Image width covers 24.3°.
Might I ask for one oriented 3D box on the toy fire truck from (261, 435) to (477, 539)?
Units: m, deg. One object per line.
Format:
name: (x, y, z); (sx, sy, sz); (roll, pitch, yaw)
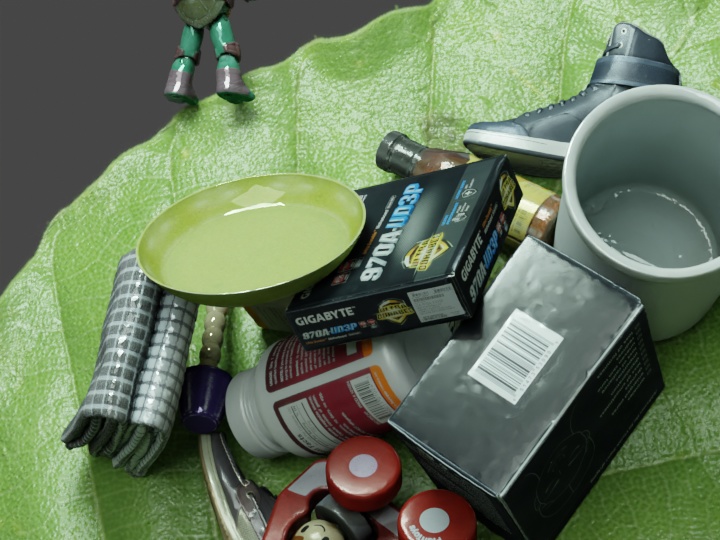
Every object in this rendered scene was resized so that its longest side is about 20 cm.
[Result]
toy fire truck: (-0.001, 0.249, 1.411); (0.200, 0.112, 0.168); (33, 57, 28)

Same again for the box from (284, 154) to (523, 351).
box: (0.041, -0.017, 1.430); (0.159, 0.046, 0.200); (-12, 28, 27)

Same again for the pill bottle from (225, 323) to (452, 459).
pill bottle: (-0.020, 0.100, 1.487); (0.200, 0.113, 0.113); (-22, 58, 33)

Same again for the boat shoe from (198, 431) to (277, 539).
boat shoe: (-0.093, 0.229, 1.503); (0.065, 0.072, 0.200); (-20, 58, -7)

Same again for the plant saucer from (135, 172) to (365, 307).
plant saucer: (-0.092, -0.022, 1.432); (0.199, 0.031, 0.200); (-7, 30, 4)

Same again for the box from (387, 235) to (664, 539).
box: (0.147, 0.111, 1.410); (0.124, 0.197, 0.200); (32, 78, 27)

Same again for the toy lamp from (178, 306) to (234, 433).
toy lamp: (-0.138, 0.062, 1.578); (0.058, 0.058, 0.200); (-5, 50, 14)

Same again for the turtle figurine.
turtle figurine: (-0.150, -0.274, 1.728); (0.149, 0.101, 0.201); (-1, 79, 43)

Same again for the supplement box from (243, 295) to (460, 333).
supplement box: (0.000, 0.000, 1.576); (0.200, 0.074, 0.126); (9, 68, 20)

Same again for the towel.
towel: (-0.209, 0.084, 1.528); (0.085, 0.200, 0.166); (14, 69, -11)

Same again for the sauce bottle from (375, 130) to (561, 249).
sauce bottle: (0.105, -0.078, 1.586); (0.200, 0.066, 0.066); (30, 77, 24)

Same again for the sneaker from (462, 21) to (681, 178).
sneaker: (0.204, -0.163, 1.581); (0.202, 0.077, 0.147); (6, 79, 9)

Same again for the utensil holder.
utensil holder: (0.250, -0.042, 1.431); (0.169, 0.200, 0.170); (-1, 72, 2)
